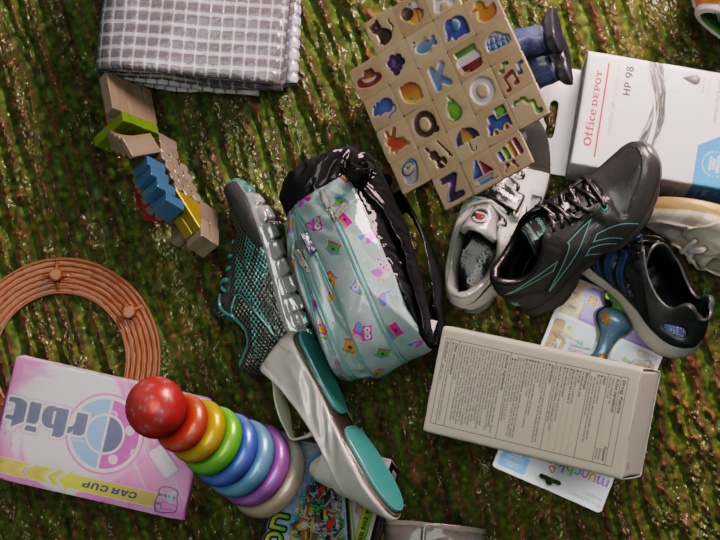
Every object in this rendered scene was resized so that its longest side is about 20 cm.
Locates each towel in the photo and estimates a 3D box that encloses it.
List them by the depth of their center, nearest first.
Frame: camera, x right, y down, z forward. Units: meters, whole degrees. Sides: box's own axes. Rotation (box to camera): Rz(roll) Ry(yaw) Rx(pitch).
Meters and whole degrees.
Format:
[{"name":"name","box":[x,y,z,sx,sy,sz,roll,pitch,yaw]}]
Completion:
[{"name":"towel","box":[-0.156,-0.263,1.680,0.197,0.086,0.168,4,82,2]}]

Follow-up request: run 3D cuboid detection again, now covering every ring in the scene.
[{"name":"ring","box":[-0.294,0.086,1.661,0.198,0.019,0.203,0,82,1]}]

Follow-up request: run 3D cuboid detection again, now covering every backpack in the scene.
[{"name":"backpack","box":[0.000,0.000,1.601,0.126,0.167,0.202,-24,77,14]}]

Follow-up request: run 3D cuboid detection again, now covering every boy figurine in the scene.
[{"name":"boy figurine","box":[0.107,-0.185,1.656,0.198,0.125,0.065,-16,39,17]}]

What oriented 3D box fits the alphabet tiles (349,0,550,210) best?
[{"name":"alphabet tiles","box":[0.082,-0.168,1.608,0.165,0.006,0.202,-28,78,23]}]

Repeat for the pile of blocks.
[{"name":"pile of blocks","box":[-0.212,-0.092,1.658,0.062,0.082,0.201,-37,77,30]}]

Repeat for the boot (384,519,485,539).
[{"name":"boot","box":[0.028,0.335,1.589,0.179,0.073,0.203,2,87,-11]}]

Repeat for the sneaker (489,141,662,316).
[{"name":"sneaker","box":[0.199,-0.041,1.574,0.201,0.079,0.076,-51,46,15]}]

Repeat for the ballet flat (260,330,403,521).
[{"name":"ballet flat","box":[-0.031,0.153,1.573,0.069,0.069,0.201,-29,76,-3]}]

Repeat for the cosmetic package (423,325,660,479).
[{"name":"cosmetic package","box":[0.167,0.121,1.579,0.198,0.073,0.105,13,91,24]}]

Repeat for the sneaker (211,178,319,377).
[{"name":"sneaker","box":[-0.107,0.011,1.643,0.090,0.078,0.202,-20,80,2]}]

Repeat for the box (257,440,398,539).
[{"name":"box","box":[-0.043,0.265,1.586,0.109,0.035,0.202,9,69,18]}]

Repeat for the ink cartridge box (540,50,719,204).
[{"name":"ink cartridge box","box":[0.267,-0.141,1.660,0.197,0.067,0.117,10,81,3]}]

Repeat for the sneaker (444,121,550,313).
[{"name":"sneaker","box":[0.130,-0.056,1.623,0.073,0.088,0.202,16,90,12]}]

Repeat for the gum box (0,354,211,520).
[{"name":"gum box","box":[-0.249,0.155,1.607,0.198,0.066,0.115,13,87,-4]}]

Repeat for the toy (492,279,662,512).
[{"name":"toy","box":[0.216,0.115,1.630,0.114,0.047,0.202,22,82,6]}]

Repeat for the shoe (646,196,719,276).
[{"name":"shoe","box":[0.359,-0.019,1.637,0.198,0.070,0.054,20,74,2]}]

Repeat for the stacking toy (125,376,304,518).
[{"name":"stacking toy","box":[-0.139,0.152,1.540,0.085,0.200,0.086,-21,51,29]}]

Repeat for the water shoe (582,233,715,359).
[{"name":"water shoe","box":[0.263,-0.010,1.611,0.071,0.079,0.200,-20,58,-36]}]

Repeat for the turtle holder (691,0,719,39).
[{"name":"turtle holder","box":[0.394,-0.279,1.657,0.140,0.185,0.133,21,80,37]}]
